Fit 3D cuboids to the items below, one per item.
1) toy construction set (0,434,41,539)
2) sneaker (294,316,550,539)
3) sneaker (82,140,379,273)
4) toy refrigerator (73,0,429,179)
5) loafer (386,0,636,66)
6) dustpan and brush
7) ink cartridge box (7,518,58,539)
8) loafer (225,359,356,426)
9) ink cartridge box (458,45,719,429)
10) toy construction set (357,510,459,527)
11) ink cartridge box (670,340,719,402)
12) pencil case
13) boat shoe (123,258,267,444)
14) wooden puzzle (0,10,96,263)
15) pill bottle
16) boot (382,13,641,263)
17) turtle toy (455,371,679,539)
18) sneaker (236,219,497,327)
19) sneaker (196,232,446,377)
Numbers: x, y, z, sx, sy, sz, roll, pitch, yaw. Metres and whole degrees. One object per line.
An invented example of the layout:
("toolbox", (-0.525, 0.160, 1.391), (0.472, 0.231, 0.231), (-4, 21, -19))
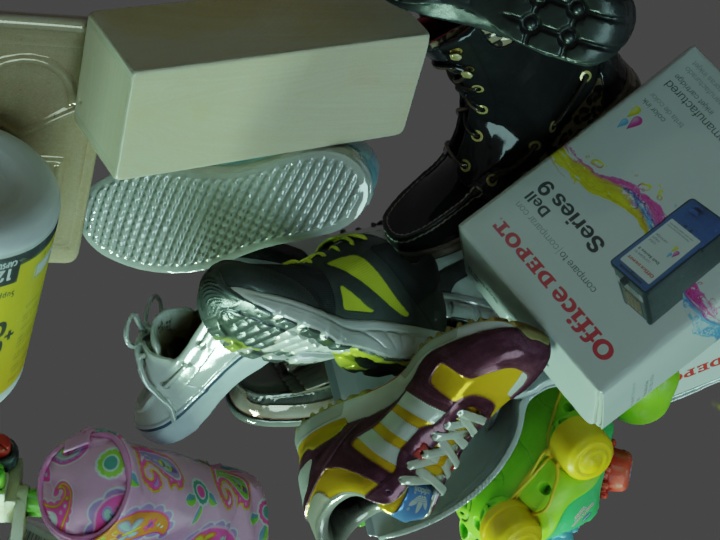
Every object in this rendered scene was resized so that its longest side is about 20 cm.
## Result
("toy construction set", (-0.290, 0.175, 1.151), (0.199, 0.132, 0.092), (17, 126, -15))
("sneaker", (0.043, 0.106, 1.049), (0.075, 0.091, 0.200), (23, 134, -39))
("sneaker", (-0.081, -0.047, 1.094), (0.199, 0.082, 0.074), (-5, 106, 14))
("toy refrigerator", (-0.065, -0.117, 1.008), (0.199, 0.070, 0.076), (-12, 136, -31))
("loafer", (0.066, -0.176, 0.990), (0.200, 0.070, 0.068), (25, 112, 9))
("dustpan and brush", (0.082, 0.086, 1.128), (0.199, 0.140, 0.057), (-16, 163, 3))
("ink cartridge box", (-0.147, 0.242, 1.267), (0.199, 0.162, 0.057), (18, 84, -35))
("loafer", (-0.002, 0.058, 1.217), (0.199, 0.072, 0.063), (-9, 132, -24))
("ink cartridge box", (0.182, -0.020, 1.078), (0.200, 0.146, 0.088), (-37, 159, -6))
("toy construction set", (0.054, 0.141, 1.302), (0.198, 0.092, 0.132), (1, 130, -7))
("ink cartridge box", (0.238, -0.012, 1.228), (0.146, 0.086, 0.201), (-22, 135, 0))
("pencil case", (-0.143, 0.167, 1.214), (0.087, 0.088, 0.200), (-38, 152, 15))
("boat shoe", (-0.121, 0.050, 1.146), (0.086, 0.075, 0.202), (30, 141, -18))
("wooden puzzle", (-0.250, -0.085, 1.017), (0.184, 0.046, 0.201), (1, 134, -21))
("pill bottle", (-0.248, 0.018, 1.007), (0.111, 0.112, 0.201), (2, 133, -22))
("boot", (0.072, -0.107, 1.091), (0.199, 0.073, 0.151), (-35, 134, 7))
("turtle toy", (0.139, 0.117, 1.187), (0.101, 0.146, 0.200), (33, 102, -36))
("sneaker", (0.000, 0.000, 1.174), (0.199, 0.081, 0.074), (11, 157, -10))
("sneaker", (-0.023, 0.014, 1.062), (0.074, 0.085, 0.199), (-17, 156, 41))
